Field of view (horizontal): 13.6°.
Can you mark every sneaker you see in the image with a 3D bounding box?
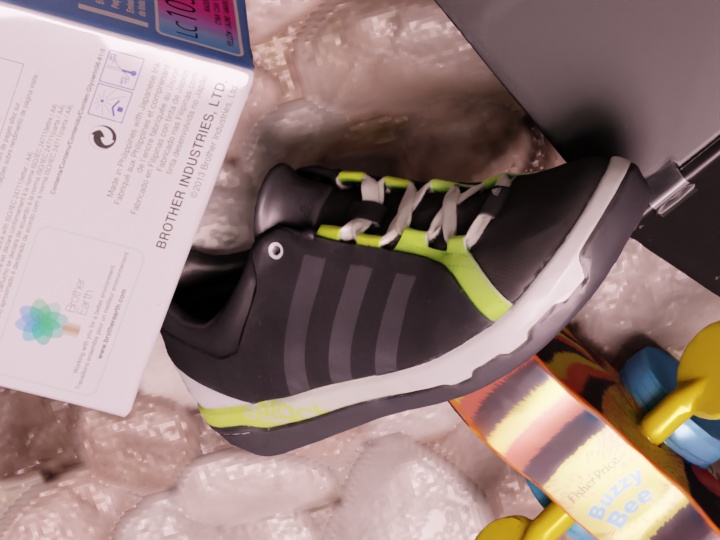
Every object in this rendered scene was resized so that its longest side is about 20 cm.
[{"bbox_3d":[0.000,0.000,0.975,0.200,0.072,0.083,-27,111,37],"label":"sneaker"}]

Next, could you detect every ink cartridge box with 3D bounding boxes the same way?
[{"bbox_3d":[-0.148,-0.049,0.950,0.199,0.076,0.137,14,117,-17],"label":"ink cartridge box"}]

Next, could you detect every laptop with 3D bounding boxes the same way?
[{"bbox_3d":[0.144,-0.103,0.996,0.187,0.116,0.200,-39,146,16],"label":"laptop"}]

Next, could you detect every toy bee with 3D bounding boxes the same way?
[{"bbox_3d":[0.107,0.076,1.040,0.199,0.109,0.131,17,115,-17],"label":"toy bee"}]
